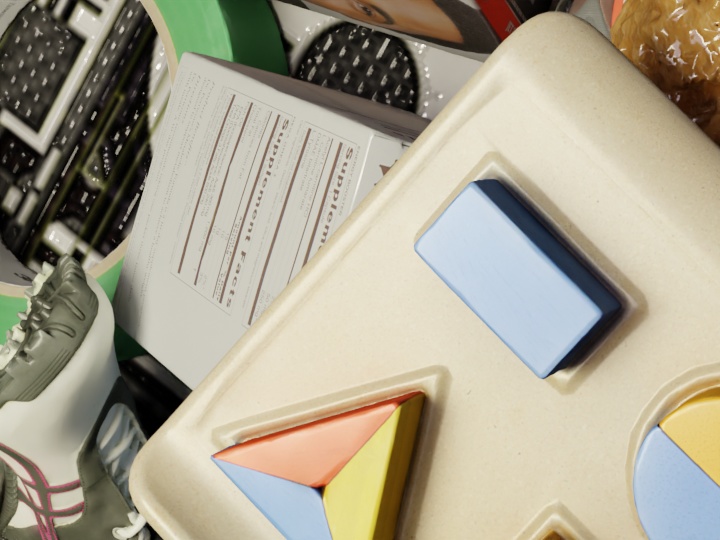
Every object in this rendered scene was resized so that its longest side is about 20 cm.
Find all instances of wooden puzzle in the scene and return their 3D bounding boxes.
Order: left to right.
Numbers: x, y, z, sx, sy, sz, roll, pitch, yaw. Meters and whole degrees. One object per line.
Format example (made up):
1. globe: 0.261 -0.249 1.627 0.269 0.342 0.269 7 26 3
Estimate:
1. wooden puzzle: 0.051 0.056 0.674 0.185 0.046 0.200 45 101 10

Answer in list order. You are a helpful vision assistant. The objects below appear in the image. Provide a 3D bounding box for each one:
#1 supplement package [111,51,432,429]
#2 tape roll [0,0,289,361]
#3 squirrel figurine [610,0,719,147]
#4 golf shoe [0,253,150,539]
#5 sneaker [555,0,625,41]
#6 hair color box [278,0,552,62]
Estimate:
1. supplement package: 0.000 0.000 0.824 0.200 0.113 0.110 31 106 66
2. tape roll: -0.124 -0.061 0.989 0.199 0.048 0.202 -2 86 29
3. squirrel figurine: 0.183 -0.036 0.754 0.199 0.141 0.188 -25 94 -10
4. golf shoe: -0.108 0.060 0.912 0.088 0.200 0.078 29 64 0
5. sneaker: 0.094 -0.048 0.867 0.082 0.077 0.201 44 118 57
6. hair color box: -0.029 -0.142 0.871 0.199 0.101 0.062 18 82 21
